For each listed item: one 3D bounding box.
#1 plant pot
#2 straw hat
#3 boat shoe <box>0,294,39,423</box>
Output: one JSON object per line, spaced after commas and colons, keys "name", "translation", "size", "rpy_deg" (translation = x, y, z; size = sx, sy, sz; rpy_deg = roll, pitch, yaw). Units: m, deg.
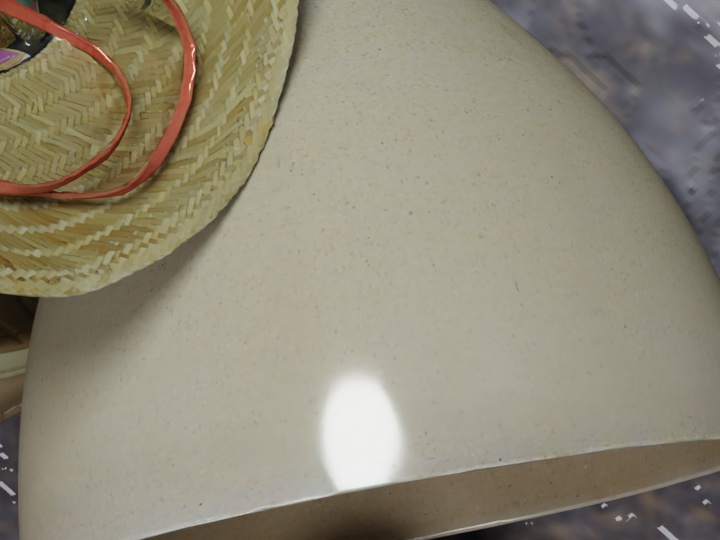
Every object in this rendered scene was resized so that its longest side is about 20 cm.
{"name": "plant pot", "translation": [0.000, 0.000, 0.793], "size": [0.199, 0.200, 0.135], "rpy_deg": [-15, 80, 27]}
{"name": "straw hat", "translation": [-0.111, -0.089, 0.701], "size": [0.085, 0.201, 0.202], "rpy_deg": [-7, 117, 48]}
{"name": "boat shoe", "translation": [-0.145, 0.032, 0.867], "size": [0.071, 0.199, 0.065], "rpy_deg": [52, 149, 37]}
